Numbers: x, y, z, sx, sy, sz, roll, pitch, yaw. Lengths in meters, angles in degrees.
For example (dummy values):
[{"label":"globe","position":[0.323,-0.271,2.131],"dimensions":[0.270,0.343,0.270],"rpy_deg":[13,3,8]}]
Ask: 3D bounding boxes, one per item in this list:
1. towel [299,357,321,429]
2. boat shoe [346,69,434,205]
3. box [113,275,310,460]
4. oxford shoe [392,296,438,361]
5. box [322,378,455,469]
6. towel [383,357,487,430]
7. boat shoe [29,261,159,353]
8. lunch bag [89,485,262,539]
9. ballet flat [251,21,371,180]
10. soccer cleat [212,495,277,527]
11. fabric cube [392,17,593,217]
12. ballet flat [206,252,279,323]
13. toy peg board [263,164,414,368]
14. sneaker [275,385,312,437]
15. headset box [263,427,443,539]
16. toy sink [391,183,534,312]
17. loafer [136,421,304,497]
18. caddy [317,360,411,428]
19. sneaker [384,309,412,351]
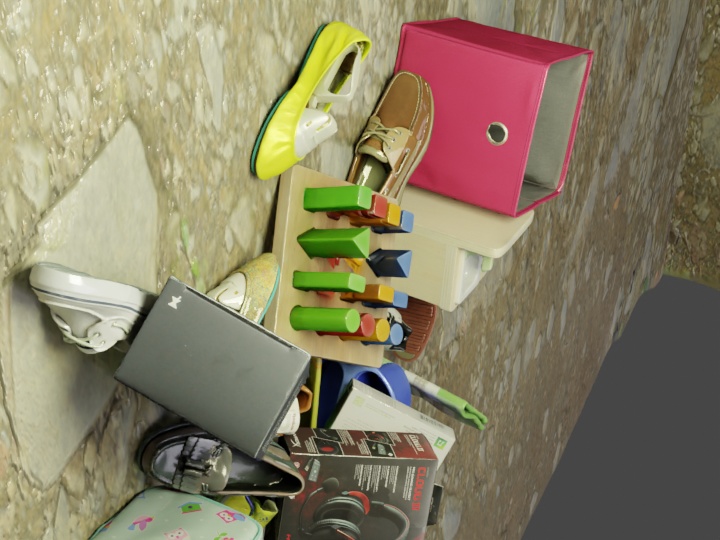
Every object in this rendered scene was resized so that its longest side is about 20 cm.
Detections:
[{"label":"towel","position":[-0.064,0.122,1.718],"dimensions":[0.086,0.018,0.202],"rpy_deg":[-126,-142,-65]},{"label":"boat shoe","position":[0.032,-0.143,1.758],"dimensions":[0.074,0.075,0.202],"rpy_deg":[14,93,-66]},{"label":"box","position":[-0.132,0.095,1.346],"dimensions":[0.105,0.147,0.200],"rpy_deg":[-60,177,-8]},{"label":"oxford shoe","position":[0.089,0.028,2.044],"dimensions":[0.074,0.070,0.202],"rpy_deg":[-24,129,-66]},{"label":"box","position":[0.005,0.248,1.759],"dimensions":[0.201,0.143,0.036],"rpy_deg":[-60,-170,13]},{"label":"towel","position":[0.063,0.150,1.900],"dimensions":[0.031,0.199,0.149],"rpy_deg":[-62,158,-4]},{"label":"boat shoe","position":[-0.226,0.040,1.257],"dimensions":[0.200,0.073,0.068],"rpy_deg":[25,81,-70]},{"label":"lunch bag","position":[-0.192,0.305,1.438],"dimensions":[0.200,0.159,0.078],"rpy_deg":[-43,145,-53]},{"label":"ballet flat","position":[-0.046,-0.178,1.541],"dimensions":[0.201,0.066,0.067],"rpy_deg":[-63,158,-21]},{"label":"soccer cleat","position":[-0.135,0.283,1.667],"dimensions":[0.065,0.083,0.202],"rpy_deg":[-39,142,-53]},{"label":"fabric cube","position":[0.158,-0.202,1.853],"dimensions":[0.200,0.198,0.198],"rpy_deg":[-26,132,-62]},{"label":"ballet flat","position":[-0.144,0.061,1.507],"dimensions":[0.071,0.070,0.202],"rpy_deg":[58,51,-63]},{"label":"toy peg board","position":[0.000,0.000,1.624],"dimensions":[0.198,0.097,0.203],"rpy_deg":[15,79,-51]},{"label":"sneaker","position":[-0.117,0.155,1.613],"dimensions":[0.200,0.084,0.074],"rpy_deg":[-29,135,-59]},{"label":"headset box","position":[-0.003,0.266,1.692],"dimensions":[0.075,0.198,0.150],"rpy_deg":[-125,-137,-67]},{"label":"toy sink","position":[0.104,-0.032,1.853],"dimensions":[0.130,0.198,0.113],"rpy_deg":[-44,146,-51]},{"label":"loafer","position":[-0.139,0.203,1.527],"dimensions":[0.199,0.063,0.073],"rpy_deg":[13,101,-45]},{"label":"caddy","position":[-0.019,0.192,1.810],"dimensions":[0.105,0.140,0.202],"rpy_deg":[-31,135,-66]},{"label":"sneaker","position":[0.012,0.055,1.860],"dimensions":[0.074,0.079,0.200],"rpy_deg":[-69,158,-7]}]
